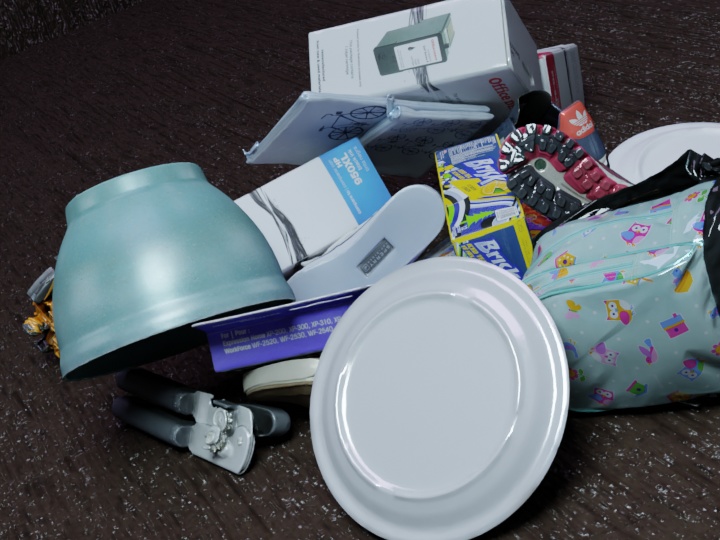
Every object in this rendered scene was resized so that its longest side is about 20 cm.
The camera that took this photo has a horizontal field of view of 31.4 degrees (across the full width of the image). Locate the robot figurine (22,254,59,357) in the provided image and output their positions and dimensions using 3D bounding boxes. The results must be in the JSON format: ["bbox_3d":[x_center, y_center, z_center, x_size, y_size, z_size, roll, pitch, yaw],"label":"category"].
[{"bbox_3d":[-0.248,0.013,1.288,0.199,0.146,0.058,-36,66,-27],"label":"robot figurine"}]

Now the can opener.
[{"bbox_3d":[-0.140,0.124,1.074,0.066,0.053,0.199,7,3,-44],"label":"can opener"}]

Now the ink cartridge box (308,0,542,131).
[{"bbox_3d":[0.068,-0.189,1.248,0.197,0.085,0.146,-9,-16,19],"label":"ink cartridge box"}]

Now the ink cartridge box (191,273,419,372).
[{"bbox_3d":[-0.018,0.044,1.033,0.195,0.044,0.200,-13,-6,7],"label":"ink cartridge box"}]

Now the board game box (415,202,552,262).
[{"bbox_3d":[0.164,-0.030,1.166,0.133,0.045,0.199,8,35,45],"label":"board game box"}]

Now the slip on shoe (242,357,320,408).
[{"bbox_3d":[-0.004,0.096,0.997,0.197,0.062,0.076,-7,-5,22],"label":"slip on shoe"}]

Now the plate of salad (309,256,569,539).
[{"bbox_3d":[0.054,0.090,0.888,0.198,0.048,0.203,-11,68,28],"label":"plate of salad"}]

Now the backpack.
[{"bbox_3d":[0.201,0.020,0.909,0.198,0.168,0.127,-11,26,33],"label":"backpack"}]

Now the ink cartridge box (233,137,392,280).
[{"bbox_3d":[-0.083,-0.032,1.237,0.199,0.085,0.145,-30,-3,-22],"label":"ink cartridge box"}]

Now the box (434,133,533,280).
[{"bbox_3d":[0.108,-0.046,1.097,0.063,0.071,0.201,-17,24,8],"label":"box"}]

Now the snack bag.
[{"bbox_3d":[0.003,-0.129,1.250,0.197,0.022,0.188,3,-15,-22],"label":"snack bag"}]

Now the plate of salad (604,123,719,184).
[{"bbox_3d":[0.307,-0.066,1.110,0.197,0.049,0.201,-2,39,2],"label":"plate of salad"}]

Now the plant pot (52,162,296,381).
[{"bbox_3d":[-0.166,-0.006,1.048,0.198,0.136,0.200,-19,-6,-2],"label":"plant pot"}]

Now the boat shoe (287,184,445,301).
[{"bbox_3d":[-0.003,-0.004,1.172,0.202,0.075,0.086,-45,-2,7],"label":"boat shoe"}]

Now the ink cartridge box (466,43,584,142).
[{"bbox_3d":[0.158,-0.191,1.406,0.143,0.085,0.200,-8,9,21],"label":"ink cartridge box"}]

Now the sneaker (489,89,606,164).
[{"bbox_3d":[0.151,-0.127,1.217,0.075,0.085,0.199,-35,23,-32],"label":"sneaker"}]

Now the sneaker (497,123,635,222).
[{"bbox_3d":[0.199,-0.049,1.029,0.081,0.200,0.075,-48,-2,10],"label":"sneaker"}]
